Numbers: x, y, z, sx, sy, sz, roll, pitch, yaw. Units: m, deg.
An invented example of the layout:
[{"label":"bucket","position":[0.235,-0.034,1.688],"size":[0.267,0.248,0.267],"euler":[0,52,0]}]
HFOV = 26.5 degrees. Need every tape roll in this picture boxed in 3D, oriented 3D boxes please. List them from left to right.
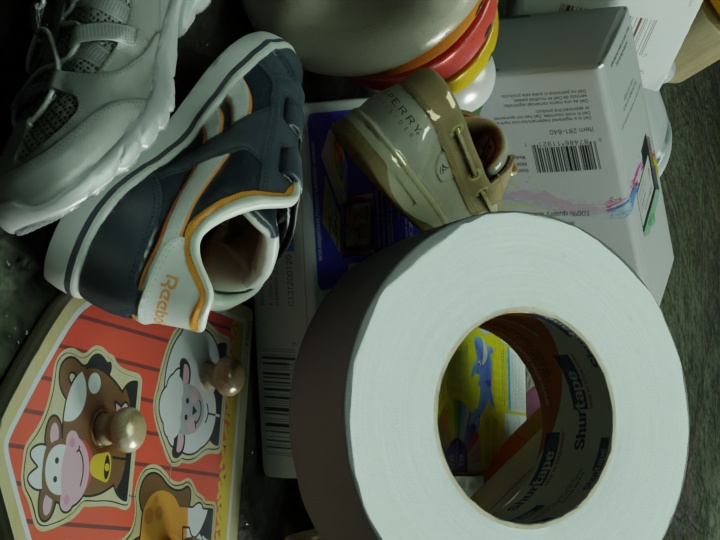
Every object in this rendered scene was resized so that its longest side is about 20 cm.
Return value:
[{"label":"tape roll","position":[0.066,0.074,0.760],"size":[0.199,0.066,0.202],"euler":[4,80,-28]}]

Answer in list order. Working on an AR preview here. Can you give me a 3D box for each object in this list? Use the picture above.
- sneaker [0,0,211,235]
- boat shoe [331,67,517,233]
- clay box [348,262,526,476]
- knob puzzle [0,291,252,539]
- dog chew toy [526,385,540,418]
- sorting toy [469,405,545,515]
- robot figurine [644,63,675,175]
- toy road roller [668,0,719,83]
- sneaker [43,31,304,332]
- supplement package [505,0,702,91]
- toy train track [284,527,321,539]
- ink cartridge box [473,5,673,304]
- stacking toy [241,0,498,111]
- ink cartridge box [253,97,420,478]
[{"label":"sneaker","position":[-0.119,-0.102,0.638],"size":[0.082,0.074,0.201],"euler":[42,47,-31]},{"label":"boat shoe","position":[0.052,-0.054,0.831],"size":[0.074,0.069,0.200],"euler":[51,6,20]},{"label":"clay box","position":[0.042,0.059,0.872],"size":[0.200,0.047,0.116],"euler":[18,70,-63]},{"label":"knob puzzle","position":[-0.099,0.088,0.695],"size":[0.219,0.030,0.221],"euler":[3,87,-64]},{"label":"dog chew toy","position":[0.163,0.174,1.147],"size":[0.124,0.124,0.202],"euler":[15,68,-63]},{"label":"sorting toy","position":[0.069,0.159,0.895],"size":[0.185,0.036,0.200],"euler":[-40,158,-22]},{"label":"robot figurine","position":[0.175,-0.126,1.177],"size":[0.169,0.113,0.200],"euler":[-38,136,-8]},{"label":"toy road roller","position":[0.209,-0.233,1.208],"size":[0.146,0.123,0.200],"euler":[-39,95,-39]},{"label":"sneaker","position":[-0.060,-0.037,0.703],"size":[0.200,0.079,0.079],"euler":[-55,168,-47]},{"label":"supplement package","position":[0.171,-0.245,1.057],"size":[0.118,0.116,0.201],"euler":[102,-3,-61]},{"label":"toy train track","position":[0.007,0.156,0.873],"size":[0.200,0.032,0.115],"euler":[5,106,-69]},{"label":"ink cartridge box","position":[0.120,-0.064,1.024],"size":[0.084,0.144,0.201],"euler":[-58,139,-48]},{"label":"stacking toy","position":[0.032,-0.145,0.854],"size":[0.200,0.145,0.147],"euler":[38,56,-63]},{"label":"ink cartridge box","position":[0.000,0.000,0.889],"size":[0.200,0.043,0.200],"euler":[-16,104,-63]}]
